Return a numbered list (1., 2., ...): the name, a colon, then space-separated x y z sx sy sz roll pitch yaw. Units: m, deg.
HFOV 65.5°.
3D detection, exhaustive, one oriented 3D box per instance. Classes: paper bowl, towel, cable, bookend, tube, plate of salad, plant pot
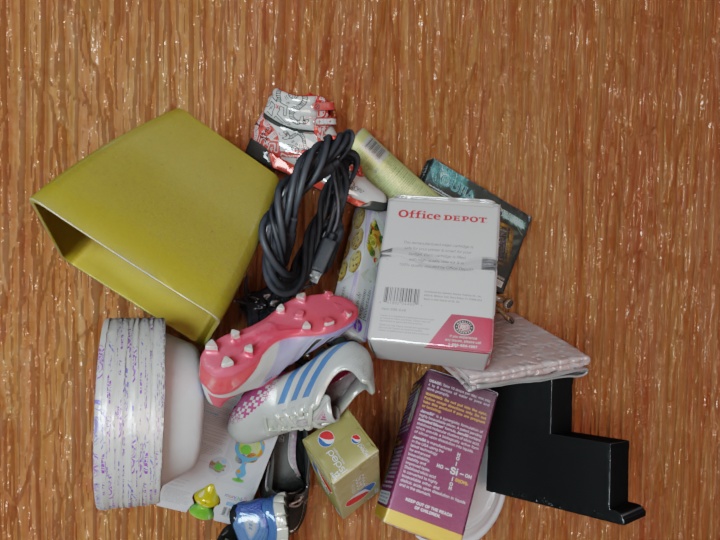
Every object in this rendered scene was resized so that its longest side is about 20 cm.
1. paper bowl: -0.232 0.152 0.621 0.104 0.201 0.202 1 92 -22
2. towel: 0.185 0.108 0.793 0.199 0.191 0.032 -3 107 -22
3. cable: -0.057 -0.069 0.624 0.051 0.163 0.201 22 90 19
4. bookend: 0.295 0.234 0.814 0.092 0.198 0.201 13 77 -45
5. tube: 0.058 -0.112 0.791 0.200 0.058 0.052 42 40 -8
6. plate of salad: 0.139 0.319 0.859 0.199 0.048 0.201 4 80 -24
7. plant pot: -0.202 -0.053 0.625 0.200 0.200 0.177 34 67 -8

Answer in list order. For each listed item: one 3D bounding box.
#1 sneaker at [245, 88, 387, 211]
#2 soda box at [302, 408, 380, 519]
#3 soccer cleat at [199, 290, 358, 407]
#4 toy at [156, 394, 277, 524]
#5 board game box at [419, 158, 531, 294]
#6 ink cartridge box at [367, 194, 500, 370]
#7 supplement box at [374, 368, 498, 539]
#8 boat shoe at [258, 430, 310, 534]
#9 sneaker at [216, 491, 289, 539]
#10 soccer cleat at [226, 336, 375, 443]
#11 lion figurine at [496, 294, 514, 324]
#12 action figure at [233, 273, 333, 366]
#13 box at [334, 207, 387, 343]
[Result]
1. sneaker: -0.039 -0.159 0.726 0.201 0.067 0.108 24 101 -4
2. soda box: -0.019 0.253 0.718 0.068 0.200 0.064 -31 61 -18
3. soccer cleat: -0.088 0.083 0.628 0.200 0.067 0.077 -23 141 -38
4. toy: -0.173 0.221 0.727 0.115 0.047 0.201 20 92 -12
5. board game box: 0.161 -0.065 0.860 0.199 0.028 0.136 27 82 -20
6. ink cartridge box: 0.095 0.012 0.703 0.145 0.085 0.201 5 66 10
7. supplement box: 0.100 0.252 0.760 0.103 0.131 0.201 18 71 4
8. boat shoe: -0.100 0.267 0.755 0.067 0.057 0.201 -2 93 -22
9. sneaker: -0.140 0.357 0.715 0.089 0.079 0.201 4 119 -9
10. soccer cleat: -0.071 0.156 0.652 0.200 0.086 0.070 -35 129 6
11. lion figurine: 0.126 0.038 0.822 0.199 0.122 0.073 19 97 -36
12. action figure: -0.100 0.079 0.712 0.200 0.102 0.119 43 52 -34
13. box: 0.000 0.000 0.748 0.039 0.041 0.201 36 54 -36
